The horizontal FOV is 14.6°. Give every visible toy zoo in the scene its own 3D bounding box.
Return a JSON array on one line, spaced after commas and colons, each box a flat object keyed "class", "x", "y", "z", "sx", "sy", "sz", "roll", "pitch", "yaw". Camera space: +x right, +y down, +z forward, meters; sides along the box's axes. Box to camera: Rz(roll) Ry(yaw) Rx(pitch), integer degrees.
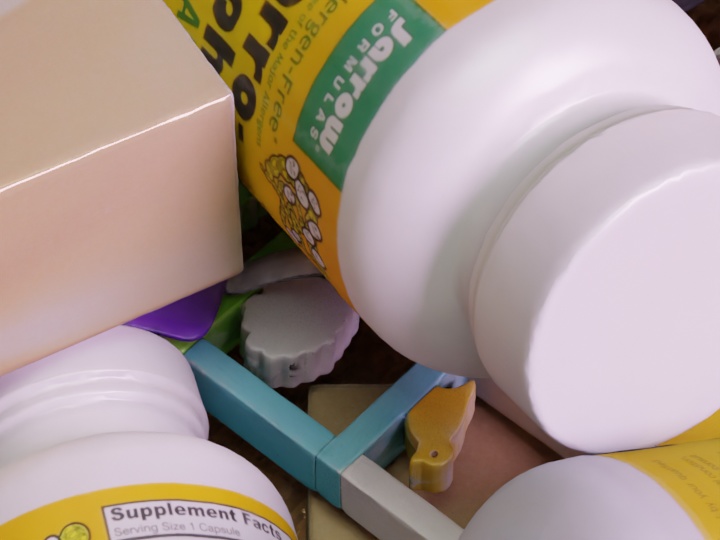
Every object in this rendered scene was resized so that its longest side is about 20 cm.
[{"class": "toy zoo", "x": 0.032, "y": 0.020, "z": 0.800, "sx": 0.200, "sy": 0.021, "sz": 0.131, "roll": 35, "pitch": 58, "yaw": 25}]

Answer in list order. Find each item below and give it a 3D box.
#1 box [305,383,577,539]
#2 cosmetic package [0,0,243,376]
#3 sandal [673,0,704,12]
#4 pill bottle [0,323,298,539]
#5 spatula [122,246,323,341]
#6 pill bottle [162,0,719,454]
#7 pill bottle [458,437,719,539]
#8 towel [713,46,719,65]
[{"class": "box", "x": 0.067, "y": 0.123, "z": 0.764, "sx": 0.162, "sy": 0.021, "sz": 0.201, "roll": 0, "pitch": 60, "yaw": -2}, {"class": "cosmetic package", "x": -0.140, "y": -0.017, "z": 0.721, "sx": 0.199, "sy": 0.071, "sz": 0.105, "roll": -25, "pitch": 54, "yaw": -20}, {"class": "sandal", "x": 0.090, "y": -0.110, "z": 0.825, "sx": 0.199, "sy": 0.045, "sz": 0.075, "roll": -23, "pitch": 38, "yaw": 14}, {"class": "pill bottle", "x": -0.056, "y": 0.114, "z": 0.714, "sx": 0.104, "sy": 0.105, "sz": 0.201, "roll": -12, "pitch": 53, "yaw": -8}, {"class": "spatula", "x": 0.000, "y": 0.000, "z": 0.788, "sx": 0.199, "sy": 0.021, "sz": 0.057, "roll": 6, "pitch": 49, "yaw": 4}, {"class": "pill bottle", "x": 0.025, "y": -0.043, "z": 0.729, "sx": 0.112, "sy": 0.113, "sz": 0.200, "roll": -28, "pitch": 45, "yaw": -15}, {"class": "pill bottle", "x": 0.087, "y": 0.096, "z": 0.670, "sx": 0.199, "sy": 0.112, "sz": 0.112, "roll": -4, "pitch": 58, "yaw": -31}, {"class": "towel", "x": 0.209, "y": -0.017, "z": 0.806, "sx": 0.165, "sy": 0.086, "sz": 0.200, "roll": -37, "pitch": 69, "yaw": -22}]
